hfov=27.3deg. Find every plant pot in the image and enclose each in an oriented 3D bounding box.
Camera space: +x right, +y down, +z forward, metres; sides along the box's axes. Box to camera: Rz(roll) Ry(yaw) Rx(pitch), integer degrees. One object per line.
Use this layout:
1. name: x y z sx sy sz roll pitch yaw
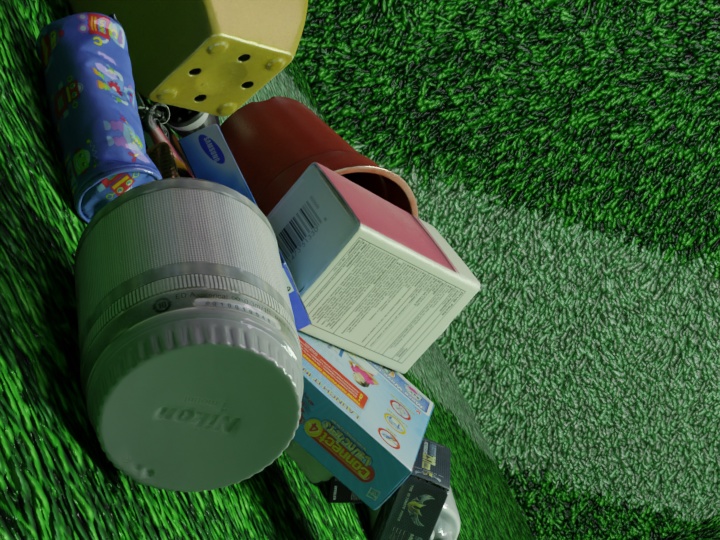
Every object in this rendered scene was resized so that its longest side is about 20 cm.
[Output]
1. plant pot: -0.070 -0.082 1.644 0.195 0.200 0.201 51 -4 42
2. plant pot: -0.168 -0.275 1.515 0.195 0.194 0.201 9 54 -47

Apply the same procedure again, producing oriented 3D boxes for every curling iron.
1. curling iron: -0.170 -0.088 1.520 0.201 0.025 0.050 59 25 -22

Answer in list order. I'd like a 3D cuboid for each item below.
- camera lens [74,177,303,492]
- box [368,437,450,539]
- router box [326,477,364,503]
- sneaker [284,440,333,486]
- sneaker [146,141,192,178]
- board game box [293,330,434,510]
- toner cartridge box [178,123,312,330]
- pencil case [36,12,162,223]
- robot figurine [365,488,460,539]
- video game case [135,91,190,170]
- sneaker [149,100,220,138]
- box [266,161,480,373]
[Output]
1. camera lens: -0.129 0.041 1.097 0.201 0.159 0.160 -107 170 -50
2. box: 0.034 0.278 1.484 0.051 0.201 0.158 21 8 2
3. router box: -0.012 0.143 1.725 0.158 0.052 0.201 -101 -165 -59
4. sneaker: -0.091 0.133 1.489 0.200 0.071 0.073 46 16 13
5. sneaker: -0.174 -0.043 1.407 0.090 0.075 0.200 54 13 -33
6. board game box: -0.028 0.116 1.451 0.200 0.056 0.196 42 16 -2
7. toner cartridge box: -0.109 -0.037 1.381 0.095 0.043 0.201 71 -8 -50
8. pencil case: -0.226 -0.134 1.292 0.087 0.078 0.201 22 40 -47
9. robot figurine: 0.061 0.292 1.899 0.170 0.113 0.201 44 18 -33
10. video game case: -0.191 -0.102 1.643 0.143 0.017 0.200 61 4 33
11. sneaker: -0.209 -0.204 1.663 0.200 0.066 0.091 56 -1 38
12. box: 0.000 0.000 1.480 0.199 0.128 0.109 26 21 -46
